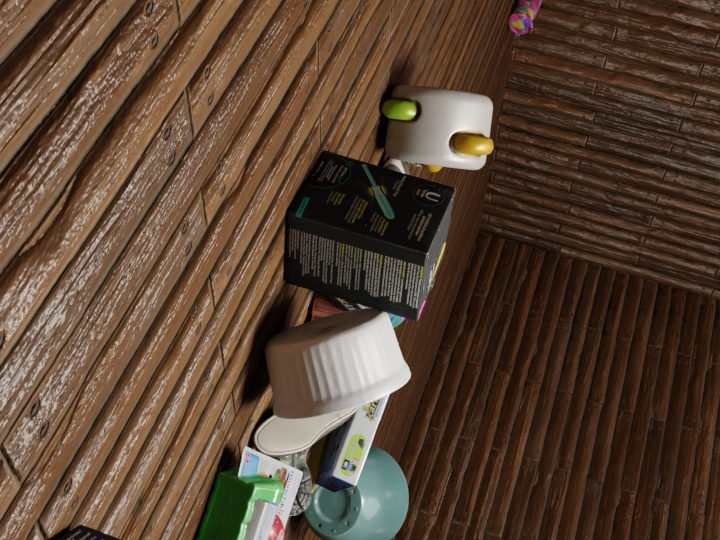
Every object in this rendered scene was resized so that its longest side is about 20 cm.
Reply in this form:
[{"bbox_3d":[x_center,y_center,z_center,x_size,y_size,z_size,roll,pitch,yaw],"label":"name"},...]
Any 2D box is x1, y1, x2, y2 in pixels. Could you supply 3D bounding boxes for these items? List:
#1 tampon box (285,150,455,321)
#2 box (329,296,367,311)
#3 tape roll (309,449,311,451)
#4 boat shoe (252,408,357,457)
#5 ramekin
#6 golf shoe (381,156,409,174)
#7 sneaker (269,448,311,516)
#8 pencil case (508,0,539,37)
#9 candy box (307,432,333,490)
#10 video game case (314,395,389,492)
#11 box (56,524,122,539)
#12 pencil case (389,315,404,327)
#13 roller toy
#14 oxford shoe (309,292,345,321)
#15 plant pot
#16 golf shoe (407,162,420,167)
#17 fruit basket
[{"bbox_3d":[0.013,-0.048,1.350,0.151,0.196,0.128,-62,164,-45],"label":"tampon box"},{"bbox_3d":[0.010,-0.034,1.553,0.161,0.048,0.203,44,57,-42],"label":"box"},{"bbox_3d":[-0.082,0.214,1.667,0.203,0.036,0.207,16,89,-80],"label":"tape roll"},{"bbox_3d":[-0.085,0.233,1.483,0.198,0.068,0.057,-22,168,-38],"label":"boat shoe"},{"bbox_3d":[-0.037,0.123,1.349,0.200,0.197,0.100,-36,111,-73],"label":"ramekin"},{"bbox_3d":[0.072,-0.147,1.859,0.201,0.076,0.090,86,16,-63],"label":"golf shoe"},{"bbox_3d":[-0.119,0.279,1.528,0.086,0.077,0.204,-29,-132,54],"label":"sneaker"},{"bbox_3d":[0.554,-0.869,3.290,0.089,0.087,0.202,93,16,-50],"label":"pencil case"},{"bbox_3d":[-0.058,0.278,1.720,0.102,0.026,0.204,-19,125,-74],"label":"candy box"},{"bbox_3d":[-0.013,0.264,1.612,0.200,0.045,0.184,126,-13,-71],"label":"video game case"},{"bbox_3d":[-0.242,0.341,0.819,0.132,0.113,0.204,-15,119,-76],"label":"box"},{"bbox_3d":[0.054,0.035,1.971,0.201,0.091,0.086,85,24,-60],"label":"pencil case"},{"bbox_3d":[0.138,-0.243,1.716,0.182,0.196,0.143,-38,136,-78],"label":"roller toy"},{"bbox_3d":[-0.063,0.121,1.551,0.074,0.070,0.202,94,16,-60],"label":"oxford shoe"},{"bbox_3d":[-0.025,0.441,1.900,0.161,0.197,0.204,19,87,-66],"label":"plant pot"},{"bbox_3d":[0.127,-0.259,1.944,0.200,0.076,0.090,59,40,-76],"label":"golf shoe"},{"bbox_3d":[-0.140,0.352,1.349,0.200,0.092,0.188,42,62,-57],"label":"fruit basket"}]
